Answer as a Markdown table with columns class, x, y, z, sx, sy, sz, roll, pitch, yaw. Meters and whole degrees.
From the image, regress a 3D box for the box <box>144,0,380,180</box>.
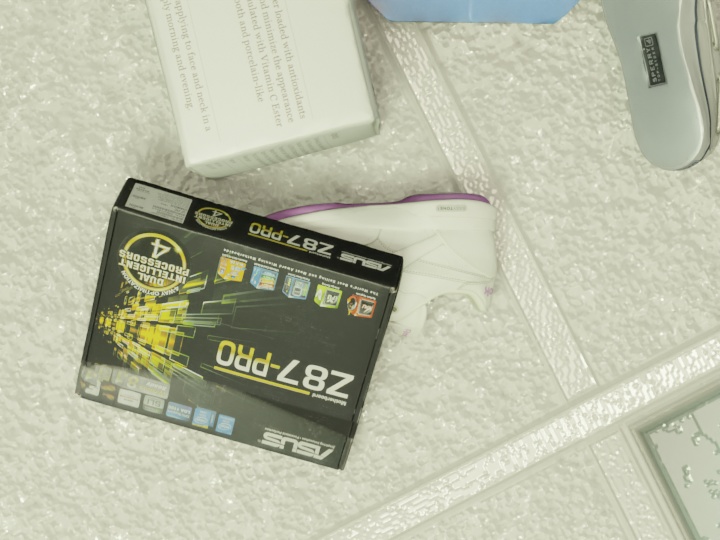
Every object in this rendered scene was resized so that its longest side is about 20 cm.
| class | x | y | z | sx | sy | sz | roll | pitch | yaw |
| --- | --- | --- | --- | --- | --- | --- | --- | --- | --- |
| box | -0.070 | -0.174 | 1.455 | 0.130 | 0.200 | 0.200 | -13 | 90 | 1 |

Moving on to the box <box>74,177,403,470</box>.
| class | x | y | z | sx | sy | sz | roll | pitch | yaw |
| --- | --- | --- | --- | --- | --- | --- | --- | --- | --- |
| box | -0.085 | 0.038 | 1.494 | 0.199 | 0.049 | 0.162 | 16 | 124 | -1 |

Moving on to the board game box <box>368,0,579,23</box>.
| class | x | y | z | sx | sy | sz | roll | pitch | yaw |
| --- | --- | --- | --- | --- | --- | --- | --- | --- | --- |
| board game box | 0.079 | -0.255 | 1.537 | 0.198 | 0.039 | 0.159 | 0 | 100 | -2 |

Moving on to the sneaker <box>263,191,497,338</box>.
| class | x | y | z | sx | sy | sz | roll | pitch | yaw |
| --- | --- | --- | --- | --- | --- | --- | --- | --- | --- |
| sneaker | 0.000 | 0.000 | 1.516 | 0.198 | 0.075 | 0.100 | -5 | 89 | -1 |

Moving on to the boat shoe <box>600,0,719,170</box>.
| class | x | y | z | sx | sy | sz | roll | pitch | yaw |
| --- | --- | --- | --- | --- | --- | --- | --- | --- | --- |
| boat shoe | 0.213 | -0.172 | 1.527 | 0.073 | 0.065 | 0.202 | -1 | 98 | 30 |
